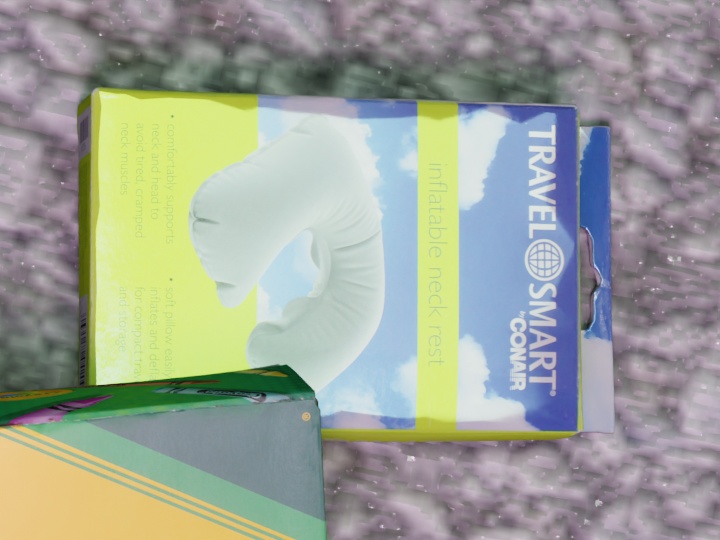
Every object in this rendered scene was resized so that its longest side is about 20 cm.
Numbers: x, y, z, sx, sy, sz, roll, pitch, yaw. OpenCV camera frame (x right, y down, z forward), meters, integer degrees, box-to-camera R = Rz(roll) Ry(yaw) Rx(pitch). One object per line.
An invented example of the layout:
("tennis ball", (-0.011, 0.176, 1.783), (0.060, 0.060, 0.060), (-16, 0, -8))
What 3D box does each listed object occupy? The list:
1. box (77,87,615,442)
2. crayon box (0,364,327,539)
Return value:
("box", (0.000, 0.000, 1.019), (0.200, 0.048, 0.122), (1, 86, -12))
("crayon box", (-0.072, 0.137, 0.962), (0.119, 0.058, 0.200), (-5, 100, -11))
